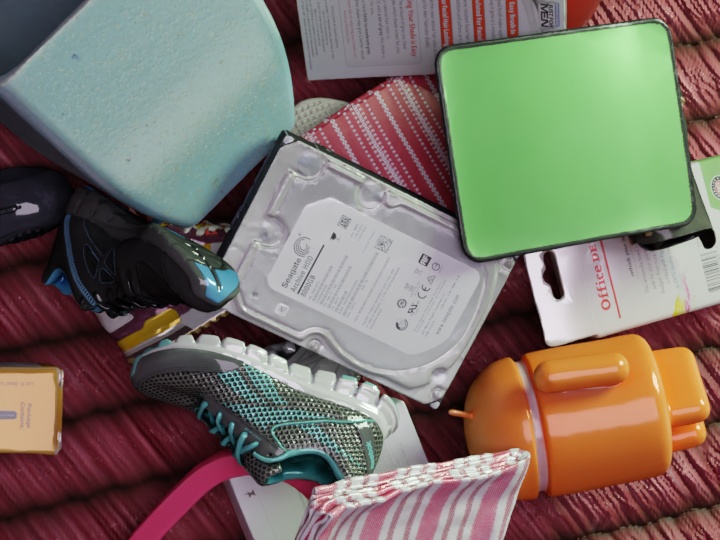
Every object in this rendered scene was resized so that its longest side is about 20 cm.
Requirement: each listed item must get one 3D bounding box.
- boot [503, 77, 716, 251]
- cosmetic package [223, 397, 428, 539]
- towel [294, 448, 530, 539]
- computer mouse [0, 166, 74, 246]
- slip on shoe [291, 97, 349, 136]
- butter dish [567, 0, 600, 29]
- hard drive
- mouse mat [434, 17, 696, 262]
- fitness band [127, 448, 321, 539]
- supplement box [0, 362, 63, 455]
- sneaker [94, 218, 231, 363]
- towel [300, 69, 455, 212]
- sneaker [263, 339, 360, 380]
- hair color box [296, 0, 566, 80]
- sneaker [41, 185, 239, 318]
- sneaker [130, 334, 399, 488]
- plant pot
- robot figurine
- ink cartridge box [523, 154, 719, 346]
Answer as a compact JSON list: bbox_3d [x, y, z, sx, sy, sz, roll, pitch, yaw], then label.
[{"bbox_3d":[0.179,-0.072,1.653,0.200,0.077,0.138,-10,77,-25],"label":"boot"},{"bbox_3d":[-0.003,0.220,1.699,0.151,0.052,0.200,-23,95,-14],"label":"cosmetic package"},{"bbox_3d":[0.032,0.209,1.604,0.200,0.030,0.146,-7,127,-33],"label":"towel"},{"bbox_3d":[-0.311,-0.034,1.632,0.200,0.034,0.059,-18,95,-13],"label":"computer mouse"},{"bbox_3d":[0.025,-0.067,1.699,0.200,0.061,0.074,29,72,-14],"label":"slip on shoe"},{"bbox_3d":[0.110,-0.300,1.685,0.200,0.199,0.148,15,45,-13],"label":"butter dish"},{"bbox_3d":[0.000,0.000,1.603,0.200,0.038,0.140,27,98,-13],"label":"hard drive"},{"bbox_3d":[0.154,-0.098,1.614,0.200,0.008,0.161,-10,94,-22],"label":"mouse mat"},{"bbox_3d":[-0.097,0.221,1.643,0.144,0.037,0.200,44,107,1],"label":"fitness band"},{"bbox_3d":[-0.323,0.101,1.614,0.200,0.069,0.067,2,90,-12],"label":"supplement box"},{"bbox_3d":[-0.114,-0.014,1.661,0.200,0.075,0.090,-34,98,-13],"label":"sneaker"},{"bbox_3d":[0.054,-0.083,1.669,0.200,0.022,0.145,-34,94,-22],"label":"towel"},{"bbox_3d":[-0.021,0.066,1.671,0.200,0.075,0.081,-43,59,-6],"label":"sneaker"},{"bbox_3d":[0.054,-0.206,1.633,0.200,0.111,0.064,-1,47,5],"label":"hair color box"},{"bbox_3d":[-0.159,0.005,1.567,0.073,0.200,0.082,31,85,-38],"label":"sneaker"},{"bbox_3d":[-0.074,0.110,1.576,0.200,0.078,0.091,15,58,-1],"label":"sneaker"},{"bbox_3d":[-0.164,-0.145,1.595,0.196,0.196,0.200,-45,119,-10],"label":"plant pot"},{"bbox_3d":[0.167,0.116,1.692,0.200,0.144,0.117,-10,94,-4],"label":"robot figurine"},{"bbox_3d":[0.218,-0.015,1.744,0.200,0.067,0.117,-14,92,-14],"label":"ink cartridge box"}]
